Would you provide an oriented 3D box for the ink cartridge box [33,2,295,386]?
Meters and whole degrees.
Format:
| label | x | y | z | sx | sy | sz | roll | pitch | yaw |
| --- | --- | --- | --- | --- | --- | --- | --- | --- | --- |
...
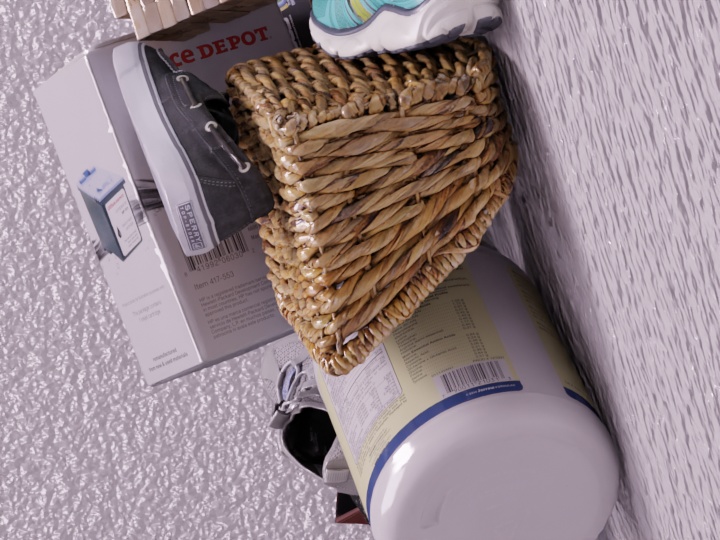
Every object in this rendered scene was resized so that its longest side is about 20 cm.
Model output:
| label | x | y | z | sx | sy | sz | roll | pitch | yaw |
| --- | --- | --- | --- | --- | --- | --- | --- | --- | --- |
| ink cartridge box | -0.091 | -0.050 | 1.702 | 0.086 | 0.146 | 0.200 | -27 | 85 | 56 |

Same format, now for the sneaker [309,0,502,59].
| label | x | y | z | sx | sy | sz | roll | pitch | yaw |
| --- | --- | --- | --- | --- | --- | --- | --- | --- | --- |
| sneaker | 0.024 | -0.159 | 1.501 | 0.200 | 0.077 | 0.080 | 180 | 76 | -70 |

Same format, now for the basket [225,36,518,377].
| label | x | y | z | sx | sy | sz | roll | pitch | yaw |
| --- | --- | --- | --- | --- | --- | --- | --- | --- | --- |
| basket | 0.017 | -0.046 | 1.545 | 0.200 | 0.142 | 0.149 | -134 | 31 | -73 |

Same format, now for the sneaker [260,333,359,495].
| label | x | y | z | sx | sy | sz | roll | pitch | yaw |
| --- | --- | --- | --- | --- | --- | --- | --- | --- | --- |
| sneaker | -0.025 | 0.085 | 1.755 | 0.200 | 0.082 | 0.075 | 35 | 119 | 59 |

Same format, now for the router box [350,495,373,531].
| label | x | y | z | sx | sy | sz | roll | pitch | yaw |
| --- | --- | --- | --- | --- | --- | --- | --- | --- | --- |
| router box | 0.058 | 0.126 | 1.759 | 0.200 | 0.051 | 0.149 | 56 | 136 | 38 |

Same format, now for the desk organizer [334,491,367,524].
| label | x | y | z | sx | sy | sz | roll | pitch | yaw |
| --- | --- | --- | --- | --- | --- | --- | --- | --- | --- |
| desk organizer | 0.024 | 0.079 | 1.971 | 0.072 | 0.077 | 0.201 | 79 | -165 | -65 |

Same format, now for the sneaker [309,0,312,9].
| label | x | y | z | sx | sy | sz | roll | pitch | yaw |
| --- | --- | --- | --- | --- | --- | --- | --- | --- | --- |
| sneaker | 0.005 | -0.162 | 1.693 | 0.200 | 0.078 | 0.082 | 77 | 174 | -51 |

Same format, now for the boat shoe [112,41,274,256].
| label | x | y | z | sx | sy | sz | roll | pitch | yaw |
| --- | --- | --- | --- | --- | --- | --- | --- | --- | --- |
| boat shoe | -0.094 | -0.073 | 1.554 | 0.200 | 0.056 | 0.069 | -116 | 6 | -55 |

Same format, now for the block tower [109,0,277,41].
| label | x | y | z | sx | sy | sz | roll | pitch | yaw |
| --- | --- | --- | --- | --- | --- | --- | --- | --- | --- |
| block tower | -0.051 | -0.188 | 1.598 | 0.058 | 0.200 | 0.054 | -9 | -100 | -60 |

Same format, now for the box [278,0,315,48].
| label | x | y | z | sx | sy | sz | roll | pitch | yaw |
| --- | --- | --- | --- | --- | --- | --- | --- | --- | --- |
| box | -0.031 | -0.191 | 1.843 | 0.160 | 0.044 | 0.200 | 24 | -138 | -61 |

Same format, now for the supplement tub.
| label | x | y | z | sx | sy | sz | roll | pitch | yaw |
| --- | --- | --- | --- | --- | --- | --- | --- | --- | --- |
| supplement tub | 0.054 | 0.075 | 1.603 | 0.200 | 0.145 | 0.145 | -113 | 6 | -49 |
